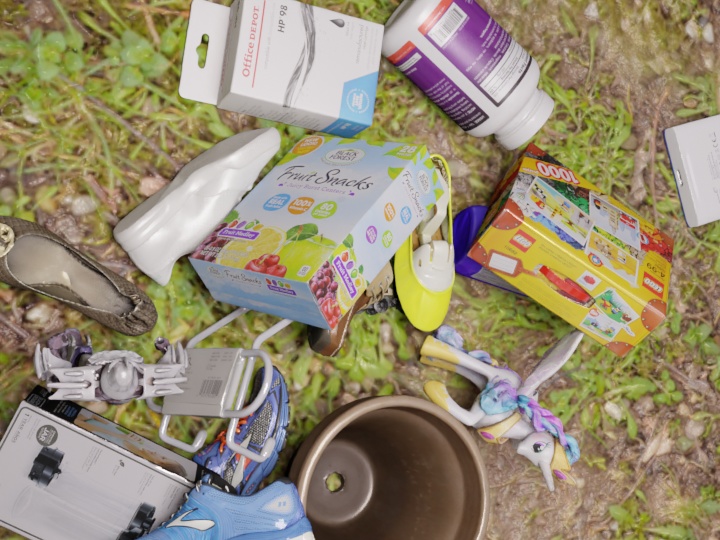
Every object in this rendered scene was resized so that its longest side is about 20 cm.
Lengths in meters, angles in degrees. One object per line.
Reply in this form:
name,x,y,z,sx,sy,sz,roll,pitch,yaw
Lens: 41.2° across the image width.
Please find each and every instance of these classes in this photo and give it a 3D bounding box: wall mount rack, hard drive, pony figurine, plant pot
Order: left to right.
wall mount rack,-0.119,0.092,0.927,0.074,0.200,0.174,32,66,-37
plant pot,0.004,0.220,0.961,0.199,0.175,0.201,2,85,-21
pony figurine,0.154,0.135,1.035,0.199,0.167,0.193,24,39,9
hard drive,0.502,-0.146,1.275,0.199,0.025,0.133,-16,92,-22

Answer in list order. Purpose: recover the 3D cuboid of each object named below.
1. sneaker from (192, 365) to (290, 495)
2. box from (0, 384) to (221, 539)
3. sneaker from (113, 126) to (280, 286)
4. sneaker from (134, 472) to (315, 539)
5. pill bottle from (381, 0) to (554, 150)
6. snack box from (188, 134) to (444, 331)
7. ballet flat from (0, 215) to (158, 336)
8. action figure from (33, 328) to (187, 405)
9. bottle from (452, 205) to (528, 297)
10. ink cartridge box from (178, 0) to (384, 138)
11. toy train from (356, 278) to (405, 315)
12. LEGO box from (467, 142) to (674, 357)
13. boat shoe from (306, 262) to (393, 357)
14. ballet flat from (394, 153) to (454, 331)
sneaker,-0.127,0.188,0.966,0.078,0.075,0.201,22,76,-14
box,-0.243,0.206,0.891,0.199,0.060,0.117,28,94,-9
sneaker,-0.152,-0.067,0.985,0.200,0.075,0.089,-40,114,-14
sneaker,-0.139,0.230,0.845,0.199,0.079,0.090,-15,66,7
pill bottle,0.122,-0.230,1.079,0.200,0.112,0.113,40,72,-15
snack box,-0.042,-0.046,0.938,0.200,0.168,0.068,-50,132,-31
ballet flat,-0.286,0.006,0.927,0.200,0.046,0.068,32,74,-17
action figure,-0.229,0.087,0.861,0.130,0.200,0.070,12,81,-22
bottle,0.200,-0.011,1.118,0.199,0.065,0.084,18,71,-20
ink cartridge box,-0.083,-0.222,1.018,0.199,0.067,0.116,9,83,-22
toy train,0.001,0.026,1.051,0.199,0.034,0.046,-1,83,-23
LEGO box,0.231,-0.025,1.036,0.200,0.077,0.149,33,40,-4
boat shoe,0.000,0.000,1.002,0.074,0.076,0.201,23,57,-13
ballet flat,0.075,-0.037,1.048,0.067,0.067,0.201,8,70,-22
